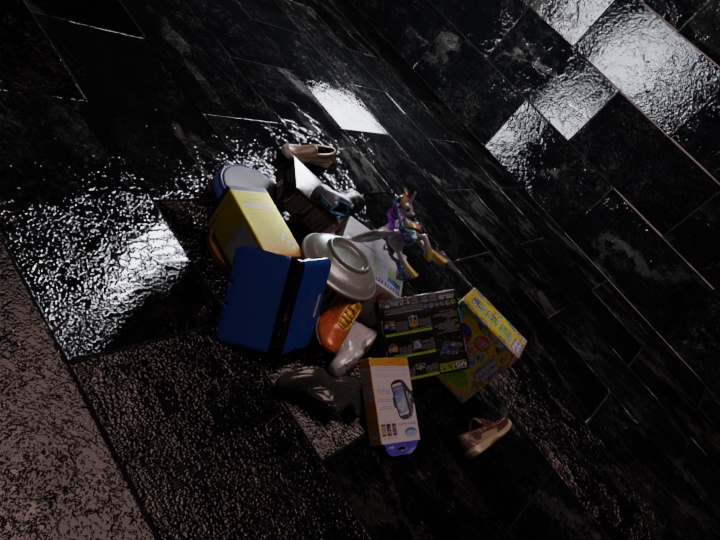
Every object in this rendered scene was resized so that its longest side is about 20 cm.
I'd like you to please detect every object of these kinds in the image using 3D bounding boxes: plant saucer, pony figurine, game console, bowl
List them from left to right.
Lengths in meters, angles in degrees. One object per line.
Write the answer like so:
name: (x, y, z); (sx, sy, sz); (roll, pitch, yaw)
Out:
plant saucer: (-0.256, -0.049, 1.300); (0.200, 0.032, 0.200); (28, 34, -21)
bowl: (-0.280, -0.195, 1.445); (0.200, 0.039, 0.201); (29, 34, -21)
game console: (-0.167, 0.055, 1.110); (0.118, 0.200, 0.171); (23, 15, 25)
plant saucer: (-0.035, -0.022, 1.238); (0.200, 0.050, 0.200); (32, 27, -19)
pony figurine: (0.092, -0.077, 1.359); (0.166, 0.193, 0.200); (-28, 93, -55)

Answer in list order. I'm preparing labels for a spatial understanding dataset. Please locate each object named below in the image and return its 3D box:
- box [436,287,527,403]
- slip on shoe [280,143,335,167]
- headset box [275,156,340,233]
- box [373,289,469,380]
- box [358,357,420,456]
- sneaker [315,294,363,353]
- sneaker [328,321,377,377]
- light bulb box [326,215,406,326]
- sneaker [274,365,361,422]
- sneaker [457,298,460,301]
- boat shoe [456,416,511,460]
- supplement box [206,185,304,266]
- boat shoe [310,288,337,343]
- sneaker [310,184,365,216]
box: (0.275, 0.189, 1.427); (0.193, 0.200, 0.122); (46, 28, 8)
slip on shoe: (-0.161, -0.374, 1.775); (0.200, 0.061, 0.076); (6, 46, -44)
headset box: (-0.135, -0.188, 1.524); (0.200, 0.075, 0.149); (40, 27, -36)
box: (0.143, 0.152, 1.311); (0.200, 0.048, 0.194); (-9, 88, -15)
box: (0.062, 0.286, 1.187); (0.119, 0.041, 0.200); (9, 67, -42)
sneaker: (-0.040, 0.095, 1.203); (0.073, 0.077, 0.200); (43, 36, -17)
sneaker: (-0.039, 0.169, 1.247); (0.099, 0.078, 0.200); (35, 24, 6)
light bulb box: (0.000, 0.000, 1.432); (0.198, 0.125, 0.200); (35, 33, -13)
sneaker: (-0.074, 0.246, 1.103); (0.200, 0.076, 0.091); (18, 45, -31)
sneaker: (0.183, 0.110, 1.519); (0.200, 0.104, 0.060); (12, 42, -40)
boat shoe: (0.293, 0.382, 1.344); (0.200, 0.072, 0.072); (-15, 63, -47)
supplement box: (-0.231, -0.074, 1.224); (0.109, 0.109, 0.200); (-3, 54, -49)
boat shoe: (-0.090, 0.100, 1.270); (0.066, 0.072, 0.201); (49, 33, -4)
sneaker: (-0.046, -0.167, 1.468); (0.082, 0.073, 0.200); (44, 25, 27)
